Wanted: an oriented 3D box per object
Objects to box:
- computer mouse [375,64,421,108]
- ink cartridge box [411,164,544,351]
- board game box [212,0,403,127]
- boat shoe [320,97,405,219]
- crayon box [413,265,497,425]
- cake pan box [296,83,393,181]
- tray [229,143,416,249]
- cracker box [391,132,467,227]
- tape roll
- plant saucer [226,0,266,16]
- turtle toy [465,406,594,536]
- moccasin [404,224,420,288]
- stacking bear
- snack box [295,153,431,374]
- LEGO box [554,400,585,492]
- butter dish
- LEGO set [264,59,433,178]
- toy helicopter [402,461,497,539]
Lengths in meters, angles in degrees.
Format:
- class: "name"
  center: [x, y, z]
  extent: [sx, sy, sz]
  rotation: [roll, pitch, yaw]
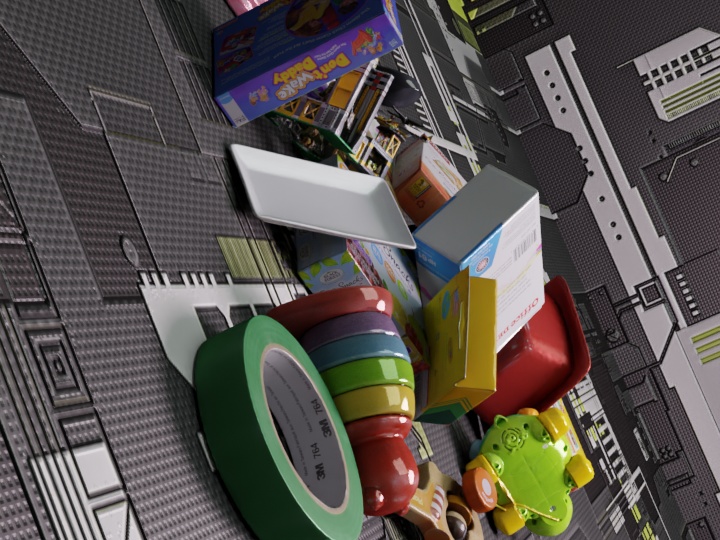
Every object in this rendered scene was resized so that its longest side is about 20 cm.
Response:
- class: "computer mouse"
  center: [-0.022, -0.222, 1.703]
  extent: [0.059, 0.198, 0.034]
  rotation: [43, 64, -65]
- class: "ink cartridge box"
  center: [0.144, 0.000, 1.743]
  extent: [0.084, 0.144, 0.201]
  rotation: [31, -31, 33]
- class: "board game box"
  center: [-0.059, -0.245, 1.522]
  extent: [0.045, 0.199, 0.135]
  rotation: [54, 19, -38]
- class: "boat shoe"
  center: [-0.009, -0.119, 1.757]
  extent: [0.201, 0.069, 0.074]
  rotation: [66, -7, -10]
- class: "crayon box"
  center: [0.106, 0.086, 1.598]
  extent: [0.200, 0.050, 0.128]
  rotation: [128, -33, -68]
- class: "cake pan box"
  center: [-0.022, -0.196, 1.877]
  extent: [0.201, 0.052, 0.185]
  rotation: [61, 13, -20]
- class: "tray"
  center: [-0.041, -0.069, 1.488]
  extent: [0.199, 0.022, 0.108]
  rotation: [11, 41, -35]
- class: "cracker box"
  center: [0.104, -0.093, 1.902]
  extent: [0.134, 0.058, 0.200]
  rotation: [49, 14, -12]
- class: "tape roll"
  center: [-0.064, 0.138, 1.195]
  extent: [0.201, 0.048, 0.201]
  rotation: [58, 17, -28]
- class: "plant saucer"
  center: [-0.137, -0.377, 1.754]
  extent: [0.201, 0.050, 0.201]
  rotation: [58, 17, -29]
- class: "turtle toy"
  center: [0.213, 0.260, 1.848]
  extent: [0.201, 0.145, 0.101]
  rotation: [60, -6, -21]
- class: "moccasin"
  center: [0.101, 0.031, 1.865]
  extent: [0.068, 0.080, 0.202]
  rotation: [109, -42, -78]
- class: "stacking bear"
  center: [-0.001, 0.127, 1.335]
  extent: [0.121, 0.113, 0.202]
  rotation: [34, 39, -63]
- class: "snack box"
  center: [0.000, 0.000, 1.604]
  extent: [0.201, 0.067, 0.169]
  rotation: [56, 18, -37]
- class: "LEGO box"
  center: [0.260, 0.231, 2.137]
  extent: [0.202, 0.077, 0.149]
  rotation: [68, 15, 9]
- class: "butter dish"
  center: [0.184, 0.101, 1.938]
  extent: [0.147, 0.199, 0.201]
  rotation: [29, 31, -28]
- class: "LEGO set"
  center: [-0.021, -0.190, 1.629]
  extent: [0.153, 0.117, 0.200]
  rotation: [20, -11, 38]
- class: "toy helicopter"
  center: [0.064, 0.251, 1.469]
  extent: [0.200, 0.078, 0.133]
  rotation: [34, 42, -45]
